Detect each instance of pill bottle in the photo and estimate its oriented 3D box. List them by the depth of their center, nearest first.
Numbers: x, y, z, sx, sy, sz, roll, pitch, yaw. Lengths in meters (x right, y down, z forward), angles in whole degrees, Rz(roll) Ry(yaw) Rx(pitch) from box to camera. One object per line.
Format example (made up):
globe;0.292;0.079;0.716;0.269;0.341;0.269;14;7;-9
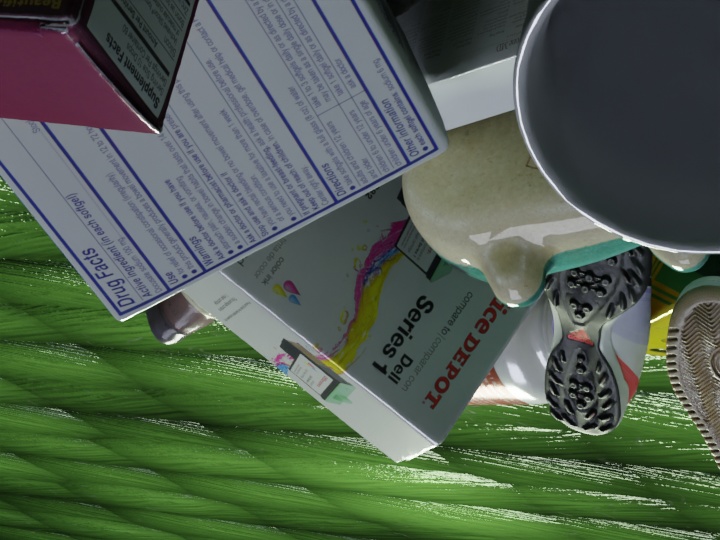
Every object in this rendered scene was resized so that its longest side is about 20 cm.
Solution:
pill bottle;0.102;0.043;1.563;0.199;0.113;0.112;-3;156;44

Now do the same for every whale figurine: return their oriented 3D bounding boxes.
whale figurine;0.121;-0.044;1.171;0.199;0.160;0.104;13;160;35

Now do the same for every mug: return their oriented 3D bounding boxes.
mug;0.144;-0.138;0.874;0.146;0.176;0.201;1;128;14

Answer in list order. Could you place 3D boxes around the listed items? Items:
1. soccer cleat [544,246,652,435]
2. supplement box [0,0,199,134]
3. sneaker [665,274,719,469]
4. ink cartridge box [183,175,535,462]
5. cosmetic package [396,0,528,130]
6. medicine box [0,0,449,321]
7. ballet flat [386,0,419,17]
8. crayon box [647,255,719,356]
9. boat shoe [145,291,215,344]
soccer cleat;0.152;0.012;1.316;0.068;0.073;0.201;17;136;19
supplement box;-0.132;-0.173;0.915;0.130;0.201;0.103;8;161;21
sneaker;0.247;0.055;1.325;0.070;0.109;0.201;-4;131;28
ink cartridge box;0.000;0.000;1.317;0.200;0.145;0.084;39;160;-7
cosmetic package;0.058;-0.124;1.125;0.050;0.083;0.199;23;161;-29
medicine box;-0.087;-0.103;1.043;0.199;0.103;0.183;-27;134;7
ballet flat;-0.041;-0.104;1.170;0.057;0.066;0.200;43;127;3
crayon box;0.248;0.013;1.367;0.126;0.051;0.200;9;161;-20
boat shoe;-0.127;-0.022;1.434;0.065;0.201;0.072;-38;123;13
